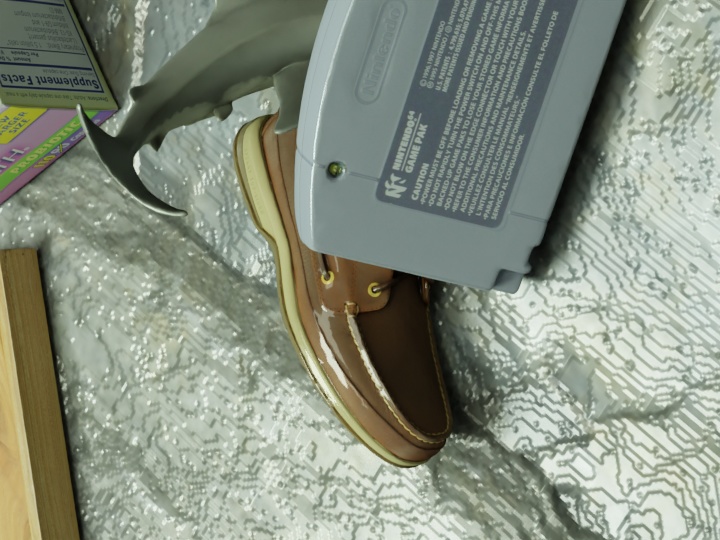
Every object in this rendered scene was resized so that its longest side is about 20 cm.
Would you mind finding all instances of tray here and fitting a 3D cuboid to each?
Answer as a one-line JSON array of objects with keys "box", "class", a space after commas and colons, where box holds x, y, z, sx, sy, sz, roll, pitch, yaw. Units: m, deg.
[{"box": [-0.221, 0.094, 1.205, 0.098, 0.037, 0.201, -11, 85, 35], "class": "tray"}]

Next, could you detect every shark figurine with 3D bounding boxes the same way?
[{"box": [-0.069, -0.112, 1.002, 0.128, 0.214, 0.090, 24, 135, 49], "class": "shark figurine"}]

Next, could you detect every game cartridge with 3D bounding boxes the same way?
[{"box": [0.045, -0.095, 0.957, 0.041, 0.133, 0.200, 47, 121, 62], "class": "game cartridge"}]

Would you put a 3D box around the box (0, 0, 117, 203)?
[{"box": [-0.264, -0.134, 1.187, 0.176, 0.097, 0.200, -35, 72, 31], "class": "box"}]

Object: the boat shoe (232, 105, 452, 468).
[{"box": [0.000, 0.000, 1.024, 0.068, 0.072, 0.200, -32, 72, 34], "class": "boat shoe"}]
